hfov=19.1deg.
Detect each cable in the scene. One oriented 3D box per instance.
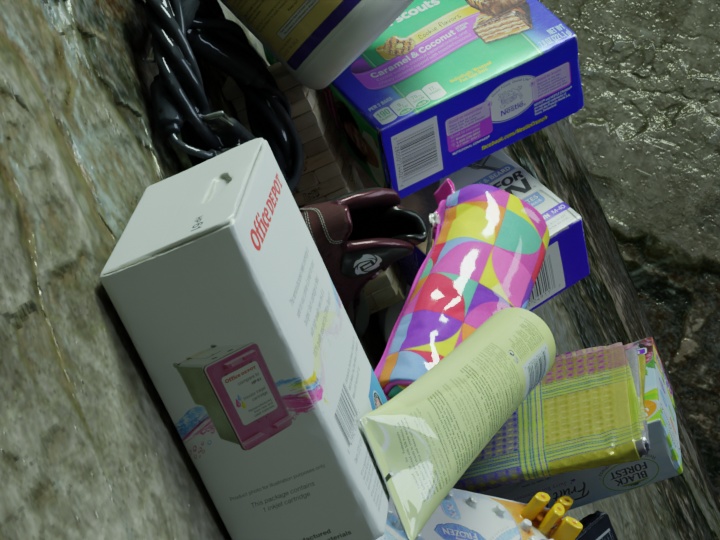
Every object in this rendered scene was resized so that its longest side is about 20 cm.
[{"bbox_3d":[-0.095,-0.115,1.397,0.164,0.051,0.200,68,15,17],"label":"cable"}]

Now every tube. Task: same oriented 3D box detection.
[{"bbox_3d":[0.056,0.081,1.266,0.058,0.052,0.200,32,33,11],"label":"tube"}]

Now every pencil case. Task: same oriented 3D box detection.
[{"bbox_3d":[0.063,0.032,1.416,0.089,0.088,0.201,59,35,-35],"label":"pencil case"}]

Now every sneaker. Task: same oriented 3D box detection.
[{"bbox_3d":[0.000,0.000,1.428,0.200,0.115,0.076,32,38,-68],"label":"sneaker"}]

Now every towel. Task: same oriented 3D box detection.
[{"bbox_3d":[0.108,0.112,1.510,0.144,0.198,0.023,-86,159,-61],"label":"towel"}]

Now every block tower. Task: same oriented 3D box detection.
[{"bbox_3d":[-0.030,-0.059,1.533,0.054,0.057,0.201,-78,143,-69],"label":"block tower"}]

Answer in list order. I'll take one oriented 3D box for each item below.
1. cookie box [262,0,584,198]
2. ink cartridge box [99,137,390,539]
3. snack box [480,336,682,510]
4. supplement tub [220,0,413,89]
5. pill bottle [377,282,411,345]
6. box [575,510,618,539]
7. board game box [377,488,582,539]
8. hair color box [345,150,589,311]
[{"bbox_3d":[0.040,-0.163,1.578,0.200,0.170,0.076,49,-22,42],"label":"cookie box"},{"bbox_3d":[-0.057,0.046,1.197,0.145,0.084,0.201,-77,145,-68],"label":"ink cartridge box"},{"bbox_3d":[0.132,0.128,1.577,0.142,0.199,0.053,-81,149,-66],"label":"snack box"},{"bbox_3d":[-0.050,-0.239,1.444,0.200,0.145,0.145,46,15,-3],"label":"supplement tub"},{"bbox_3d":[0.074,0.024,1.697,0.200,0.112,0.113,-52,120,-75],"label":"pill bottle"},{"bbox_3d":[0.149,0.297,1.547,0.201,0.123,0.198,68,13,6],"label":"box"},{"bbox_3d":[0.085,0.200,1.343,0.199,0.026,0.201,15,32,-31],"label":"board game box"},{"bbox_3d":[0.067,-0.043,1.592,0.200,0.109,0.065,42,-23,43],"label":"hair color box"}]
